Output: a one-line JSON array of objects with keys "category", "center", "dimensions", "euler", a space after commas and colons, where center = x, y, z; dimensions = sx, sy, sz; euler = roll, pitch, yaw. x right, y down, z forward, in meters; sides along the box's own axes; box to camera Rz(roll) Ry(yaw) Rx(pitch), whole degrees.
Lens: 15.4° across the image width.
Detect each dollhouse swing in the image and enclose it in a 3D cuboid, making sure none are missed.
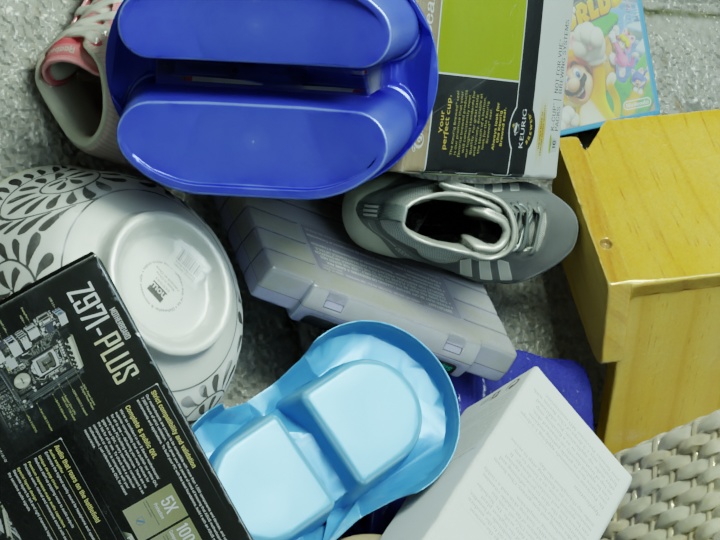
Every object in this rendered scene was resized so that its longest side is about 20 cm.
[{"category": "dollhouse swing", "center": [0.235, 0.015, 1.852], "dimensions": [0.199, 0.176, 0.183], "euler": [-7, 53, -14]}]

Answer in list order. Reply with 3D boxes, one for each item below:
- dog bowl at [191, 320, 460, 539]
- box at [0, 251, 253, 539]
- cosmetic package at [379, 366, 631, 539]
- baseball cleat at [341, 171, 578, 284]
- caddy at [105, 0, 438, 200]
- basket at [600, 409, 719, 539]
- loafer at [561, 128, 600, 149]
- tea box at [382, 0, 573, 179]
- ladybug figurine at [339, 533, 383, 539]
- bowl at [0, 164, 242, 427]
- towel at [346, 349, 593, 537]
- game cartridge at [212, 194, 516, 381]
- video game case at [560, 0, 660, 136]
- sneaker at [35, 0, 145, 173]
[{"category": "dog bowl", "center": [-0.033, 0.113, 1.609], "dimensions": [0.200, 0.050, 0.112], "euler": [-33, 87, -28]}, {"category": "box", "center": [-0.169, 0.115, 1.468], "dimensions": [0.163, 0.086, 0.201], "euler": [-30, 94, -6]}, {"category": "cosmetic package", "center": [0.082, 0.160, 1.631], "dimensions": [0.102, 0.071, 0.200], "euler": [49, 38, -8]}, {"category": "baseball cleat", "center": [0.083, -0.022, 1.701], "dimensions": [0.199, 0.106, 0.070], "euler": [2, 98, -40]}, {"category": "caddy", "center": [-0.055, -0.115, 1.556], "dimensions": [0.105, 0.199, 0.142], "euler": [-61, 154, -75]}, {"category": "basket", "center": [0.254, 0.213, 1.759], "dimensions": [0.160, 0.200, 0.199], "euler": [23, 60, -29]}, {"category": "loafer", "center": [0.202, -0.054, 1.902], "dimensions": [0.075, 0.070, 0.201], "euler": [-35, 97, -42]}, {"category": "tea box", "center": [0.033, -0.163, 1.689], "dimensions": [0.196, 0.133, 0.201], "euler": [1, 96, -58]}, {"category": "ladybug figurine", "center": [0.025, 0.244, 1.640], "dimensions": [0.200, 0.072, 0.136], "euler": [45, 50, -18]}, {"category": "bowl", "center": [-0.136, 0.020, 1.578], "dimensions": [0.200, 0.094, 0.202], "euler": [15, 66, -36]}, {"category": "towel", "center": [0.067, 0.119, 1.744], "dimensions": [0.199, 0.049, 0.149], "euler": [10, 71, -35]}, {"category": "game cartridge", "center": [0.000, 0.000, 1.699], "dimensions": [0.199, 0.038, 0.130], "euler": [20, 34, -33]}, {"category": "video game case", "center": [0.134, -0.195, 1.842], "dimensions": [0.142, 0.018, 0.201], "euler": [-13, 95, -32]}, {"category": "sneaker", "center": [-0.147, -0.158, 1.647], "dimensions": [0.104, 0.075, 0.202], "euler": [7, 73, -43]}]
